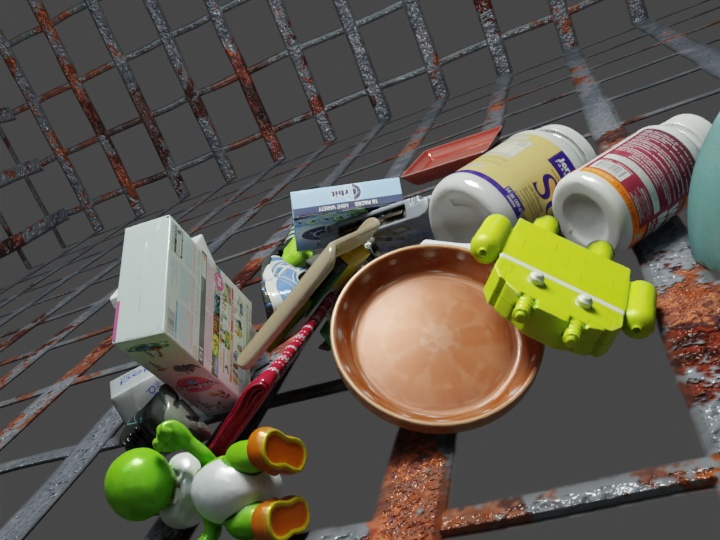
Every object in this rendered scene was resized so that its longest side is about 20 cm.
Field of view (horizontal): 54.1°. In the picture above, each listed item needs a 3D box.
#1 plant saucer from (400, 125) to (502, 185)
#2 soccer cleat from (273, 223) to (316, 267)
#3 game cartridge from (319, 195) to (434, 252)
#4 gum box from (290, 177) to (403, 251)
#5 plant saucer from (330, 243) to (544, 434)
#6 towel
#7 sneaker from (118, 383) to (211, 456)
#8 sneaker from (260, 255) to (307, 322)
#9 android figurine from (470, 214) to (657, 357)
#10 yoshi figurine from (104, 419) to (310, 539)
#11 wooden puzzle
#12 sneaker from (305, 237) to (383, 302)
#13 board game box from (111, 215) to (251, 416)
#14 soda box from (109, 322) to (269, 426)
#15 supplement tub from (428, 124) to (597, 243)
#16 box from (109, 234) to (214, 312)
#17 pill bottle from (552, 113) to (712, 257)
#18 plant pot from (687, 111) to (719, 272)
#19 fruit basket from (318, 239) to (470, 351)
[{"bbox_3d":[0.208,-0.248,1.551,0.198,0.037,0.200,-13,20,28],"label":"plant saucer"},{"bbox_3d":[-0.126,-0.048,1.350,0.081,0.068,0.200,-34,16,10],"label":"soccer cleat"},{"bbox_3d":[0.052,-0.066,1.103,0.198,0.042,0.133,-16,-19,33],"label":"game cartridge"},{"bbox_3d":[-0.026,-0.087,1.145,0.168,0.045,0.200,-8,-12,-5],"label":"gum box"},{"bbox_3d":[0.071,0.060,0.663,0.198,0.032,0.202,-2,52,2],"label":"plant saucer"},{"bbox_3d":[-0.097,0.114,0.769,0.145,0.022,0.200,-54,0,31],"label":"towel"},{"bbox_3d":[-0.213,0.176,0.757,0.079,0.076,0.200,-43,1,-21],"label":"sneaker"},{"bbox_3d":[-0.117,0.026,1.121,0.076,0.077,0.200,-11,22,-5],"label":"sneaker"},{"bbox_3d":[0.187,0.009,0.659,0.181,0.041,0.200,28,33,12],"label":"android figurine"},{"bbox_3d":[-0.145,0.187,0.602,0.198,0.113,0.113,-15,25,35],"label":"yoshi figurine"},{"bbox_3d":[-0.053,0.026,0.850,0.185,0.037,0.200,-50,-2,22],"label":"wooden puzzle"},{"bbox_3d":[0.000,0.000,1.014,0.113,0.077,0.199,-27,17,-13],"label":"sneaker"},{"bbox_3d":[-0.192,0.058,0.799,0.064,0.200,0.149,-15,54,13],"label":"board game box"},{"bbox_3d":[-0.224,0.134,0.929,0.199,0.064,0.068,-28,18,-14],"label":"soda box"},{"bbox_3d":[0.201,-0.092,0.908,0.199,0.147,0.145,-33,20,-28],"label":"supplement tub"},{"bbox_3d":[-0.274,0.056,1.076,0.105,0.154,0.200,-22,16,5],"label":"box"},{"bbox_3d":[0.332,-0.103,0.832,0.199,0.111,0.109,-30,18,-22],"label":"pill bottle"},{"bbox_3d":[0.411,-0.101,0.680,0.198,0.136,0.200,-21,17,7],"label":"plant pot"},{"bbox_3d":[0.053,0.029,0.788,0.200,0.094,0.185,-48,24,-15],"label":"fruit basket"}]
